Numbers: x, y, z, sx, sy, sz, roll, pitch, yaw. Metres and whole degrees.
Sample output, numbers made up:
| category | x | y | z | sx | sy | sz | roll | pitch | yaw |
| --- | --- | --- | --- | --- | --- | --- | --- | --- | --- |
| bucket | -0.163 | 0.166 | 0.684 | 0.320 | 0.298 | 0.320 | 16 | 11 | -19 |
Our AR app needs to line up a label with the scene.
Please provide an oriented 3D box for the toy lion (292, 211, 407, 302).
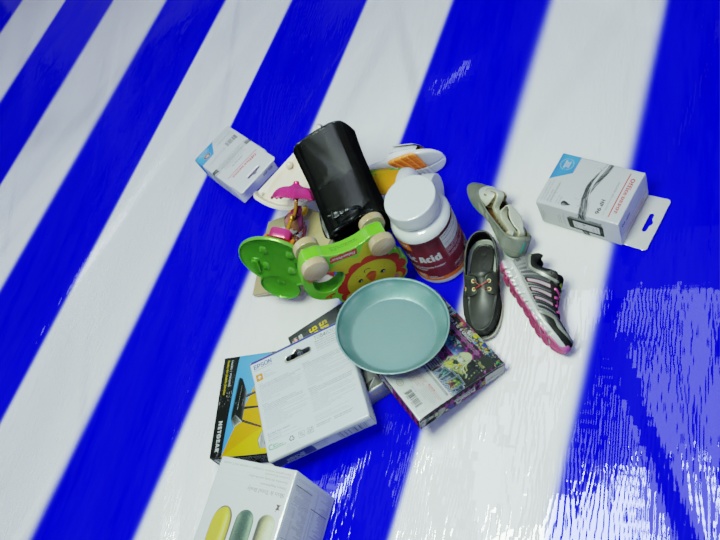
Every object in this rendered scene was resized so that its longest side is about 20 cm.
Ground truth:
| category | x | y | z | sx | sy | sz | roll | pitch | yaw |
| --- | --- | --- | --- | --- | --- | --- | --- | --- | --- |
| toy lion | -0.011 | -0.001 | 1.397 | 0.198 | 0.193 | 0.069 | -20 | 53 | -11 |

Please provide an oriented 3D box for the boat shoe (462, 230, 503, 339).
| category | x | y | z | sx | sy | sz | roll | pitch | yaw |
| --- | --- | --- | --- | --- | --- | --- | --- | --- | --- |
| boat shoe | 0.214 | 0.024 | 1.403 | 0.073 | 0.063 | 0.204 | -5 | 59 | 20 |

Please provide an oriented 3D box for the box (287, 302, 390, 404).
| category | x | y | z | sx | sy | sz | roll | pitch | yaw |
| --- | --- | --- | --- | --- | --- | --- | --- | --- | --- |
| box | -0.030 | 0.165 | 1.441 | 0.157 | 0.048 | 0.201 | -32 | 51 | 5 |

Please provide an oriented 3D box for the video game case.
| category | x | y | z | sx | sy | sz | roll | pitch | yaw |
| --- | --- | --- | --- | --- | --- | --- | --- | --- | --- |
| video game case | 0.117 | 0.147 | 1.351 | 0.180 | 0.036 | 0.200 | -31 | 53 | -16 |

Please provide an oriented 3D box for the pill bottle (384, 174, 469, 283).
| category | x | y | z | sx | sy | sz | roll | pitch | yaw |
| --- | --- | --- | --- | --- | --- | --- | --- | --- | --- |
| pill bottle | 0.121 | -0.074 | 1.422 | 0.113 | 0.200 | 0.115 | -13 | 54 | 19 |

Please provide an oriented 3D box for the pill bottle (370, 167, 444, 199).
| category | x | y | z | sx | sy | sz | roll | pitch | yaw |
| --- | --- | --- | --- | --- | --- | --- | --- | --- | --- |
| pill bottle | 0.060 | -0.146 | 1.557 | 0.197 | 0.111 | 0.112 | 0 | 59 | 26 |

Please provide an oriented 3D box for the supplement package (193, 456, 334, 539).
| category | x | y | z | sx | sy | sz | roll | pitch | yaw |
| --- | --- | --- | --- | --- | --- | --- | --- | --- | --- |
| supplement package | -0.161 | 0.431 | 1.267 | 0.150 | 0.151 | 0.202 | 3 | 61 | 27 |

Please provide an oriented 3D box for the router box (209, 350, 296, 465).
| category | x | y | z | sx | sy | sz | roll | pitch | yaw |
| --- | --- | --- | --- | --- | --- | --- | --- | --- | --- |
| router box | -0.193 | 0.254 | 1.461 | 0.147 | 0.051 | 0.202 | -10 | 55 | 19 |

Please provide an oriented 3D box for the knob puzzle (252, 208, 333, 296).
| category | x | y | z | sx | sy | sz | roll | pitch | yaw |
| --- | --- | --- | --- | --- | --- | --- | --- | --- | --- |
| knob puzzle | -0.128 | -0.039 | 1.619 | 0.218 | 0.030 | 0.222 | -23 | 51 | 31 |

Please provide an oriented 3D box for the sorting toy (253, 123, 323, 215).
| category | x | y | z | sx | sy | sz | roll | pitch | yaw |
| --- | --- | --- | --- | --- | --- | --- | --- | --- | --- |
| sorting toy | -0.108 | -0.204 | 1.654 | 0.200 | 0.107 | 0.180 | -45 | 6 | 14 |

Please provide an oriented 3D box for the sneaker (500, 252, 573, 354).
| category | x | y | z | sx | sy | sz | roll | pitch | yaw |
| --- | --- | --- | --- | --- | --- | --- | --- | --- | --- |
| sneaker | 0.315 | 0.046 | 1.328 | 0.087 | 0.074 | 0.201 | -27 | 55 | 1 |

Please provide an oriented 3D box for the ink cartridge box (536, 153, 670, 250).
| category | x | y | z | sx | sy | sz | roll | pitch | yaw |
| --- | --- | --- | --- | --- | --- | --- | --- | --- | --- |
| ink cartridge box | 0.428 | -0.123 | 1.385 | 0.198 | 0.068 | 0.117 | 21 | 71 | 35 |

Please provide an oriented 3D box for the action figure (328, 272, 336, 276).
| category | x | y | z | sx | sy | sz | roll | pitch | yaw |
| --- | --- | --- | --- | --- | --- | --- | --- | --- | --- |
| action figure | 0.000 | 0.000 | 1.536 | 0.198 | 0.052 | 0.066 | 16 | 62 | 31 |

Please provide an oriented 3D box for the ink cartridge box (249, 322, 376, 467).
| category | x | y | z | sx | sy | sz | roll | pitch | yaw |
| --- | --- | --- | --- | --- | --- | --- | --- | --- | --- |
| ink cartridge box | -0.087 | 0.215 | 1.378 | 0.198 | 0.041 | 0.202 | -25 | 53 | 10 |

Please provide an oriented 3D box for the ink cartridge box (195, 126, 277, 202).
| category | x | y | z | sx | sy | sz | roll | pitch | yaw |
| --- | --- | --- | --- | --- | --- | --- | --- | --- | --- |
| ink cartridge box | -0.274 | -0.237 | 1.802 | 0.116 | 0.068 | 0.199 | -48 | 51 | -8 |

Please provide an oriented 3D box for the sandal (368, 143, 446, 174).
| category | x | y | z | sx | sy | sz | roll | pitch | yaw |
| --- | --- | --- | --- | --- | --- | --- | --- | --- | --- |
| sandal | 0.075 | -0.228 | 1.624 | 0.204 | 0.079 | 0.060 | -12 | 57 | 22 |

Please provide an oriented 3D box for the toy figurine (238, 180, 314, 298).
| category | x | y | z | sx | sy | sz | roll | pitch | yaw |
| --- | --- | --- | --- | --- | --- | --- | --- | --- | --- |
| toy figurine | -0.134 | -0.074 | 1.520 | 0.148 | 0.201 | 0.186 | 11 | 58 | 9 |

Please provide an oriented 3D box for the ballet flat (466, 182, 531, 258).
| category | x | y | z | sx | sy | sz | roll | pitch | yaw |
| --- | --- | --- | --- | --- | --- | --- | --- | --- | --- |
| ballet flat | 0.261 | -0.111 | 1.459 | 0.066 | 0.064 | 0.201 | -8 | 50 | -21 |

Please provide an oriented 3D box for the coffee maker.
| category | x | y | z | sx | sy | sz | roll | pitch | yaw |
| --- | --- | --- | --- | --- | --- | --- | --- | --- | --- |
| coffee maker | -0.031 | -0.165 | 1.436 | 0.133 | 0.192 | 0.202 | -22 | 73 | -7 |

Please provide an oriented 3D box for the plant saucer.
| category | x | y | z | sx | sy | sz | roll | pitch | yaw |
| --- | --- | --- | --- | --- | --- | --- | --- | --- | --- |
| plant saucer | 0.056 | 0.101 | 1.351 | 0.197 | 0.036 | 0.202 | -5 | 50 | 6 |
